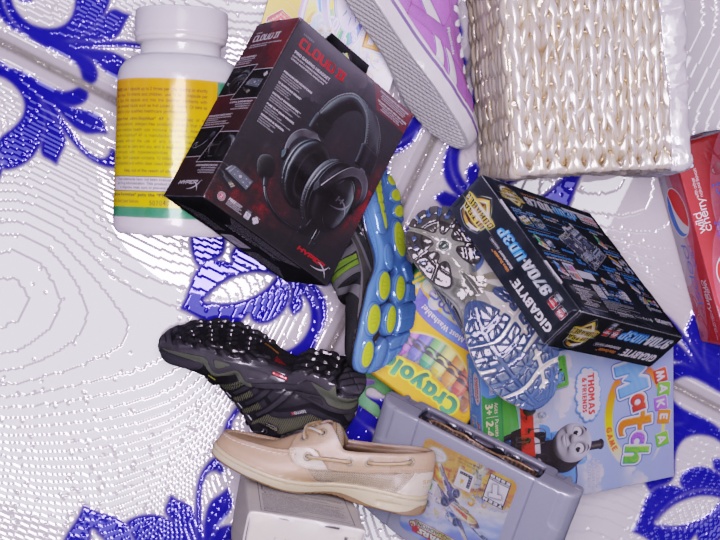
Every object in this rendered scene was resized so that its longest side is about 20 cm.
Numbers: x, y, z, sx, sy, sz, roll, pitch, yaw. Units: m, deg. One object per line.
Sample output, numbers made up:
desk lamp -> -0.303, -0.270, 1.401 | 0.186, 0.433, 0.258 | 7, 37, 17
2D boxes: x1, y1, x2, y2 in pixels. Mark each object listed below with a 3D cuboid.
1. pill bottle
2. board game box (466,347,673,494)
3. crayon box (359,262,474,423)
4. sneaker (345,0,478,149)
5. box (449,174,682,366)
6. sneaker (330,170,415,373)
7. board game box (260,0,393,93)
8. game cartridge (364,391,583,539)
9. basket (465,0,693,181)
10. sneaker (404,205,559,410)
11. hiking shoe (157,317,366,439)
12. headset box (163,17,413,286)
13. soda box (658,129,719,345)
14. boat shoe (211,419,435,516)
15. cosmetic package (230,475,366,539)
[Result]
pill bottle -> -0.164, -0.132, 1.195 | 0.112, 0.113, 0.201 | 2, 92, -7
board game box -> 0.201, 0.138, 1.257 | 0.199, 0.037, 0.152 | -9, 106, -16
crayon box -> 0.078, 0.064, 1.262 | 0.125, 0.052, 0.200 | 36, 89, -7
sneaker -> 0.077, -0.216, 1.218 | 0.114, 0.072, 0.201 | -43, 119, -21
box -> 0.185, 0.003, 1.173 | 0.046, 0.199, 0.159 | -46, 58, 23
sneaker -> 0.000, 0.000, 1.224 | 0.082, 0.071, 0.201 | -18, 67, 35
board game box -> -0.015, -0.264, 1.245 | 0.134, 0.034, 0.201 | 16, 91, -7
game cartridge -> 0.094, 0.209, 1.221 | 0.199, 0.041, 0.134 | 25, 115, 19
basket -> 0.190, -0.180, 1.191 | 0.160, 0.198, 0.201 | -4, 93, -4
sneaker -> 0.114, 0.032, 1.190 | 0.077, 0.085, 0.201 | -30, 82, 2
hiking shoe -> -0.098, 0.113, 1.229 | 0.199, 0.076, 0.101 | 16, 114, 9
headset box -> -0.055, -0.110, 1.160 | 0.149, 0.077, 0.201 | 37, 73, -32
soda box -> 0.342, -0.032, 1.277 | 0.063, 0.070, 0.201 | -16, 94, -6
boat shoe -> -0.032, 0.165, 1.191 | 0.199, 0.071, 0.065 | 13, 97, -1
cosmetic package -> -0.060, 0.232, 1.180 | 0.103, 0.200, 0.074 | 11, 91, -6
